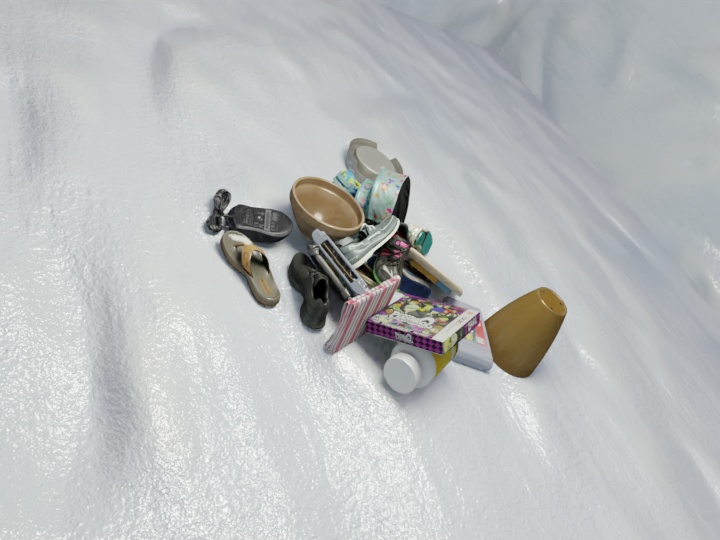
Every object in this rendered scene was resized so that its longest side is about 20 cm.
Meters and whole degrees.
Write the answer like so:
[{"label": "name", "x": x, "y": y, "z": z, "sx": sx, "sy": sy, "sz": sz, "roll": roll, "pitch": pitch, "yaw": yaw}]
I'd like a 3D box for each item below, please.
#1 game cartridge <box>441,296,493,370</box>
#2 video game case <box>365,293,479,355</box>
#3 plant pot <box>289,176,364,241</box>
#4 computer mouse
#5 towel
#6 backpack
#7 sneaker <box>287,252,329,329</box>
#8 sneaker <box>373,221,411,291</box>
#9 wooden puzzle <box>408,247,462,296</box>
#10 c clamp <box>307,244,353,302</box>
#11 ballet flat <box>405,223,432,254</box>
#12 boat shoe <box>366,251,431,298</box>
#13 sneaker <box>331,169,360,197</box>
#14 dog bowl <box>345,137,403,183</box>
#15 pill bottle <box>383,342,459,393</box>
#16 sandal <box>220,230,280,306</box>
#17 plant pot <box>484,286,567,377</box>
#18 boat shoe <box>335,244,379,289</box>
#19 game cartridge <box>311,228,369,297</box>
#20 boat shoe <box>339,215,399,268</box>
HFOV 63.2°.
[{"label": "game cartridge", "x": 0.269, "y": 0.158, "z": 1.523, "sx": 0.130, "sy": 0.041, "sz": 0.203, "roll": 17, "pitch": 40, "yaw": -18}, {"label": "video game case", "x": 0.139, "y": 0.115, "z": 1.299, "sx": 0.196, "sy": 0.037, "sz": 0.180, "roll": 13, "pitch": 24, "yaw": 35}, {"label": "plant pot", "x": -0.095, "y": -0.135, "z": 1.457, "sx": 0.197, "sy": 0.094, "sz": 0.203, "roll": 21, "pitch": 35, "yaw": -16}, {"label": "computer mouse", "x": -0.258, "y": -0.112, "z": 1.380, "sx": 0.195, "sy": 0.053, "sz": 0.141, "roll": 14, "pitch": 46, "yaw": -11}, {"label": "towel", "x": 0.007, "y": 0.091, "z": 1.288, "sx": 0.030, "sy": 0.148, "sz": 0.198, "roll": 39, "pitch": 35, "yaw": 20}, {"label": "backpack", "x": 0.059, "y": -0.170, "z": 1.571, "sx": 0.148, "sy": 0.203, "sz": 0.178, "roll": 23, "pitch": 36, "yaw": 8}, {"label": "sneaker", "x": -0.106, "y": 0.028, "z": 1.310, "sx": 0.074, "sy": 0.092, "sz": 0.203, "roll": 0, "pitch": 47, "yaw": -30}, {"label": "sneaker", "x": 0.080, "y": -0.039, "z": 1.421, "sx": 0.075, "sy": 0.084, "sz": 0.204, "roll": 17, "pitch": 51, "yaw": -11}, {"label": "wooden puzzle", "x": 0.189, "y": 0.006, "z": 1.557, "sx": 0.184, "sy": 0.037, "sz": 0.200, "roll": 40, "pitch": 3, "yaw": 4}, {"label": "c clamp", "x": -0.065, "y": 0.011, "z": 1.325, "sx": 0.027, "sy": 0.171, "sz": 0.201, "roll": -36, "pitch": 71, "yaw": -7}, {"label": "ballet flat", "x": 0.156, "y": -0.095, "z": 1.627, "sx": 0.072, "sy": 0.072, "sz": 0.200, "roll": 48, "pitch": 5, "yaw": 17}, {"label": "boat shoe", "x": 0.097, "y": 0.005, "z": 1.528, "sx": 0.198, "sy": 0.072, "sz": 0.073, "roll": 33, "pitch": 30, "yaw": -21}, {"label": "sneaker", "x": -0.084, "y": -0.215, "z": 1.562, "sx": 0.197, "sy": 0.131, "sz": 0.080, "roll": -9, "pitch": 55, "yaw": -43}, {"label": "dog bowl", "x": 0.039, "y": -0.330, "z": 1.851, "sx": 0.196, "sy": 0.059, "sz": 0.203, "roll": 22, "pitch": 39, "yaw": -19}, {"label": "pill bottle", "x": 0.135, "y": 0.191, "z": 1.310, "sx": 0.111, "sy": 0.112, "sz": 0.199, "roll": 44, "pitch": 37, "yaw": 12}, {"label": "sandal", "x": -0.233, "y": -0.013, "z": 1.277, "sx": 0.081, "sy": 0.055, "sz": 0.202, "roll": -14, "pitch": 63, "yaw": -42}, {"label": "plant pot", "x": 0.441, "y": 0.144, "z": 1.538, "sx": 0.183, "sy": 0.201, "sz": 0.189, "roll": 20, "pitch": 39, "yaw": -17}, {"label": "boat shoe", "x": 0.000, "y": 0.000, "z": 1.448, "sx": 0.200, "sy": 0.063, "sz": 0.073, "roll": 45, "pitch": 34, "yaw": 11}, {"label": "game cartridge", "x": -0.042, "y": 0.008, "z": 1.358, "sx": 0.040, "sy": 0.134, "sz": 0.201, "roll": -35, "pitch": 65, "yaw": -8}, {"label": "boat shoe", "x": 0.023, "y": -0.082, "z": 1.405, "sx": 0.200, "sy": 0.072, "sz": 0.062, "roll": -45, "pitch": 106, "yaw": -31}]
